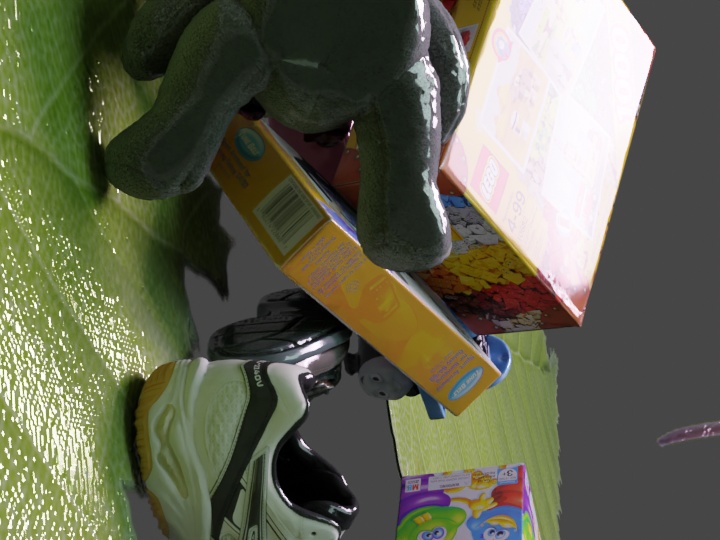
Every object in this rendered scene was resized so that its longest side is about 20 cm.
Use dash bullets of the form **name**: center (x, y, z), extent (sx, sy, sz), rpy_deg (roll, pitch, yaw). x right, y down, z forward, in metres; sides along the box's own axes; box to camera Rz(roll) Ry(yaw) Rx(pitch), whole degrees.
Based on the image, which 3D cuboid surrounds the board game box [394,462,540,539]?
- **board game box**: center (0.081, 0.252, 1.294), extent (0.201, 0.102, 0.106), rpy_deg (-81, 160, -56)

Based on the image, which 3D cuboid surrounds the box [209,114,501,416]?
- **box**: center (0.000, 0.000, 0.934), extent (0.200, 0.041, 0.119), rpy_deg (39, 10, -46)

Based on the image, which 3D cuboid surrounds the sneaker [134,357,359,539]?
- **sneaker**: center (-0.040, 0.132, 0.797), extent (0.076, 0.087, 0.202), rpy_deg (-81, 162, -61)

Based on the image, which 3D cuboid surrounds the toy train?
- **toy train**: center (0.045, 0.013, 1.244), extent (0.087, 0.113, 0.202), rpy_deg (65, 20, -47)

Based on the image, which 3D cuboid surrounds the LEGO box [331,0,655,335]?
- **LEGO box**: center (0.080, -0.089, 0.972), extent (0.149, 0.077, 0.202), rpy_deg (44, 52, -38)

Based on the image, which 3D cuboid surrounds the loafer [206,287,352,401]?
- **loafer**: center (-0.035, 0.053, 0.934), extent (0.200, 0.071, 0.064), rpy_deg (-48, 135, -78)

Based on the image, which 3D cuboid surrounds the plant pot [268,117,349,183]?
- **plant pot**: center (0.044, -0.110, 1.160), extent (0.200, 0.177, 0.203), rpy_deg (-7, 90, -79)

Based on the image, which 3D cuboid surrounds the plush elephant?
- **plush elephant**: center (-0.031, -0.120, 0.818), extent (0.155, 0.163, 0.202), rpy_deg (-122, -138, -72)
